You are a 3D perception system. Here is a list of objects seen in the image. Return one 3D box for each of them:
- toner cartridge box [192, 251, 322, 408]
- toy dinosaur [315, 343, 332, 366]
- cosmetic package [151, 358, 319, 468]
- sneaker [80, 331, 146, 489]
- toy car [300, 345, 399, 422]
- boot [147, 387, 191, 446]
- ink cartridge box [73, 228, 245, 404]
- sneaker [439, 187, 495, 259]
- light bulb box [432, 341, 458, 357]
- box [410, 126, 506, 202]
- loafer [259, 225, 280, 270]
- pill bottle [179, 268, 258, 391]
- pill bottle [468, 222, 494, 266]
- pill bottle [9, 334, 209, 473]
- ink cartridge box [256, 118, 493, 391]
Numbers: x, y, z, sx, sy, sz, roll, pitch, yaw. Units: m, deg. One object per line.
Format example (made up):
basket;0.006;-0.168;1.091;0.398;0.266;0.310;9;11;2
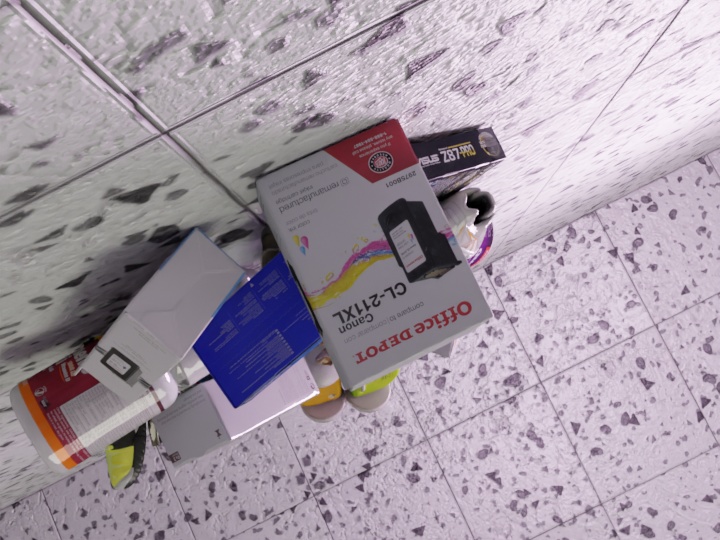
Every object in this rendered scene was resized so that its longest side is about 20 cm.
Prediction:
toner cartridge box;-0.081;0.046;0.768;0.199;0.095;0.043;-40;173;18
toy dinosaur;-0.010;0.064;1.029;0.200;0.106;0.061;-40;-160;43
cosmetic package;-0.158;0.173;0.964;0.112;0.082;0.199;-30;172;29
sneaker;-0.312;0.173;0.925;0.076;0.203;0.075;-2;-179;-32
toy car;-0.034;0.161;1.297;0.197;0.151;0.176;-11;139;-8
boot;-0.228;0.184;1.144;0.197;0.184;0.073;0;-160;-20
ink cartridge box;-0.204;0.056;0.737;0.200;0.067;0.116;-36;-162;50
sneaker;0.138;-0.064;0.925;0.092;0.076;0.200;-36;174;25
light bulb box;0.074;0.053;1.218;0.198;0.126;0.198;15;180;10
box;0.050;-0.089;0.862;0.160;0.050;0.199;-18;169;-42
loafer;-0.077;0.016;0.860;0.074;0.070;0.201;1;151;2
pill bottle;-0.196;0.088;0.982;0.199;0.110;0.108;-31;171;29
pill bottle;0.138;-0.056;1.127;0.112;0.113;0.199;-30;171;24
pill bottle;-0.277;0.129;0.838;0.199;0.110;0.110;-32;174;-20
ink cartridge box;0.011;-0.012;0.677;0.144;0.202;0.083;-25;172;-9
